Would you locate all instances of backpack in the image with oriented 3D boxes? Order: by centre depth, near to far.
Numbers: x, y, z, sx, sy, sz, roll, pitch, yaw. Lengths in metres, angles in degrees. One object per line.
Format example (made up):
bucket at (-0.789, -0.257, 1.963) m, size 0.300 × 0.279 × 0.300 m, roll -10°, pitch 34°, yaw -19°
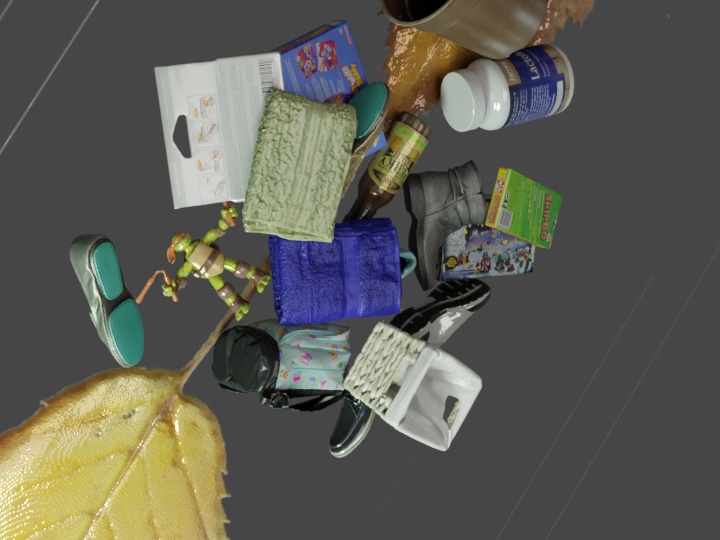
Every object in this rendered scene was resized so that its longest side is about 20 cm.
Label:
backpack at (-0.103, 0.136, 1.585) m, size 0.199 × 0.166 × 0.128 m, roll 5°, pitch 99°, yaw -39°

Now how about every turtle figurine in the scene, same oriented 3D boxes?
turtle figurine at (-0.221, -0.001, 1.519) m, size 0.161 × 0.064 × 0.201 m, roll 39°, pitch 74°, yaw -15°

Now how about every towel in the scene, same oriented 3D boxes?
towel at (-0.086, -0.143, 1.461) m, size 0.147 × 0.036 × 0.202 m, roll 9°, pitch 97°, yaw -28°
towel at (-0.033, 0.000, 1.551) m, size 0.198 × 0.049 × 0.149 m, roll -5°, pitch 87°, yaw -21°

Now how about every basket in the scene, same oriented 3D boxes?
basket at (0.081, 0.178, 1.631) m, size 0.136 × 0.123 × 0.200 m, roll -60°, pitch 145°, yaw -4°

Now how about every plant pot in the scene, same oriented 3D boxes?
plant pot at (0.163, -0.420, 1.563) m, size 0.197 × 0.200 × 0.202 m, roll 20°, pitch 94°, yaw -41°

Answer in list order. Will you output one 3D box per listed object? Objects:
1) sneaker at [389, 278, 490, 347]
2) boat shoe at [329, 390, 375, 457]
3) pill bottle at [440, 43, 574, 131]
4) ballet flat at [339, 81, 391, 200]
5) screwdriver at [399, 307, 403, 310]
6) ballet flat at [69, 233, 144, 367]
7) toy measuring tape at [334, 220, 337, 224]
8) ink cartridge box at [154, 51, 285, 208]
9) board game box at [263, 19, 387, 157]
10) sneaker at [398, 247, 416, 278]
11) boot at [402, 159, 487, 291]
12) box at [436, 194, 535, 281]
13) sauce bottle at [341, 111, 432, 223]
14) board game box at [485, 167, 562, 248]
sneaker at (0.135, 0.081, 1.770) m, size 0.199 × 0.074 × 0.080 m, roll -28°, pitch 132°, yaw -16°
boat shoe at (-0.004, 0.208, 1.715) m, size 0.062 × 0.074 × 0.201 m, roll 32°, pitch 82°, yaw -29°
pill bottle at (0.233, -0.289, 1.680) m, size 0.198 × 0.115 × 0.117 m, roll -18°, pitch 113°, yaw -26°
ballet flat at (-0.013, -0.184, 1.548) m, size 0.201 × 0.070 × 0.065 m, roll -55°, pitch 149°, yaw -4°
screwdriver at (-0.009, 0.048, 1.686) m, size 0.198 × 0.028 × 0.029 m, roll 6°, pitch 130°, yaw -29°
ballet flat at (-0.353, 0.040, 1.459) m, size 0.067 × 0.063 × 0.202 m, roll -39°, pitch 127°, yaw -45°
toy measuring tape at (-0.077, -0.082, 1.577) m, size 0.074 × 0.073 × 0.200 m, roll -48°, pitch 120°, yaw -10°
ink cartridge box at (-0.187, -0.197, 1.472) m, size 0.174 × 0.045 × 0.202 m, roll -7°, pitch 104°, yaw -5°
board game box at (-0.052, -0.251, 1.561) m, size 0.134 × 0.045 × 0.202 m, roll -30°, pitch 118°, yaw -20°
sneaker at (0.000, 0.000, 1.632) m, size 0.199 × 0.086 × 0.078 m, roll -20°, pitch 96°, yaw -32°
boot at (0.143, -0.069, 1.682) m, size 0.130 × 0.070 × 0.202 m, roll -9°, pitch 110°, yaw -10°
box at (0.212, -0.059, 1.782) m, size 0.198 × 0.040 × 0.138 m, roll -6°, pitch 106°, yaw -30°
sauce bottle at (0.039, -0.148, 1.636) m, size 0.064 × 0.065 × 0.201 m, roll 31°, pitch 87°, yaw -34°
board game box at (0.275, -0.100, 1.744) m, size 0.199 × 0.030 × 0.097 m, roll 16°, pitch 89°, yaw -50°
